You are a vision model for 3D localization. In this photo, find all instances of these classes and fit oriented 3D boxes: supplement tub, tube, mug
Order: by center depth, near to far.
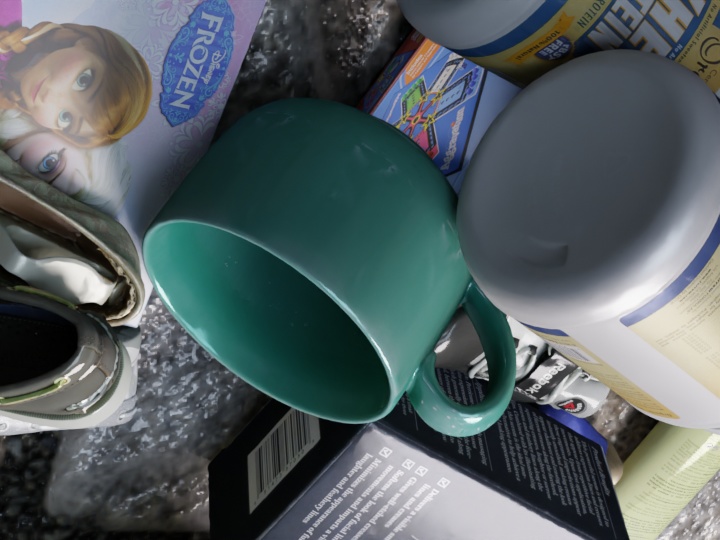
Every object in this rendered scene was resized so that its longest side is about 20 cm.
[{"bbox_3d":[0.158,-0.006,0.896,0.144,0.144,0.200,-49,134,7],"label":"supplement tub"},{"bbox_3d":[-0.009,-0.003,0.920,0.185,0.152,0.115,49,59,-26],"label":"mug"},{"bbox_3d":[0.131,-0.152,0.933,0.200,0.145,0.145,23,106,-34],"label":"supplement tub"},{"bbox_3d":[0.204,0.133,1.191,0.058,0.052,0.200,36,120,4],"label":"tube"}]

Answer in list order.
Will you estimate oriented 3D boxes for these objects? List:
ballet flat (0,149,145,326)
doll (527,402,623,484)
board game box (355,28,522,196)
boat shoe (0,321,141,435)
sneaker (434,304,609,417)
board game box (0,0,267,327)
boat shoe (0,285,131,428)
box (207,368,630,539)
[{"bbox_3d":[-0.183,-0.027,0.851,0.200,0.062,0.068,24,108,-34],"label":"ballet flat"},{"bbox_3d":[0.077,0.099,1.113,0.136,0.049,0.200,-45,127,10],"label":"doll"},{"bbox_3d":[0.019,-0.044,1.020,0.103,0.019,0.200,30,102,-37],"label":"board game box"},{"bbox_3d":[-0.212,0.068,0.940,0.201,0.074,0.065,-12,118,-28],"label":"boat shoe"},{"bbox_3d":[0.106,0.044,1.026,0.200,0.089,0.074,-10,162,-45],"label":"sneaker"},{"bbox_3d":[-0.172,-0.080,0.892,0.199,0.041,0.201,11,113,-31],"label":"board game box"},{"bbox_3d":[-0.213,0.035,0.853,0.201,0.072,0.060,3,158,9],"label":"boat shoe"},{"bbox_3d":[0.034,0.141,1.040,0.200,0.107,0.148,31,117,-24],"label":"box"}]
